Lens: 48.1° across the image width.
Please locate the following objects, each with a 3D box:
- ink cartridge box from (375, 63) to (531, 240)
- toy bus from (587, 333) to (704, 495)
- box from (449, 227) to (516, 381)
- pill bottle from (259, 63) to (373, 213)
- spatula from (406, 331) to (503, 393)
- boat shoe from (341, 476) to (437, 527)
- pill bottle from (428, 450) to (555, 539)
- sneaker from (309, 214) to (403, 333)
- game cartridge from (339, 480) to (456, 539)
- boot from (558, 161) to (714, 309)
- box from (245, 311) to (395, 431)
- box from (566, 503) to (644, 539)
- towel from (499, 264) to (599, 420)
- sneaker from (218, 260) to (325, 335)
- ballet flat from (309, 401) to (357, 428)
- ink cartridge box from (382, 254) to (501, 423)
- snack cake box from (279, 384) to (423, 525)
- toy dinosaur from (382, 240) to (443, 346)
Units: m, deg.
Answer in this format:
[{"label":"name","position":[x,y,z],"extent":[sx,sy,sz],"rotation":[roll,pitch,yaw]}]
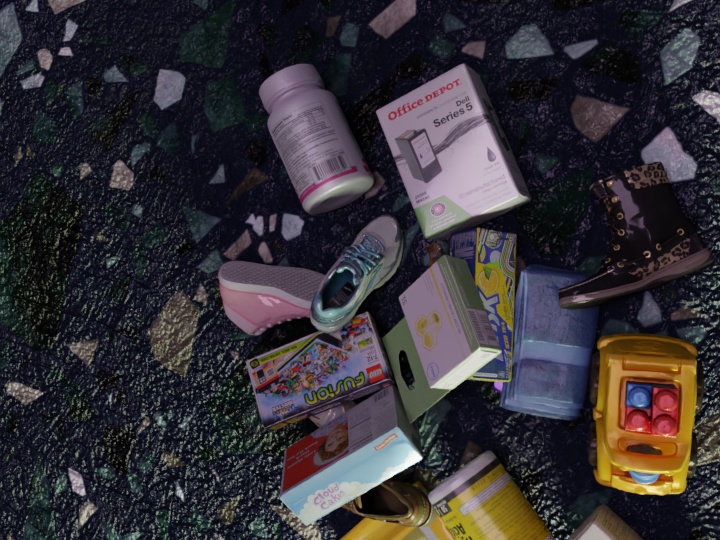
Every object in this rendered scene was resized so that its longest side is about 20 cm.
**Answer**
[{"label":"ink cartridge box","position":[0.128,-0.161,1.124],"extent":[0.145,0.084,0.200],"rotation":[-25,80,22]},{"label":"toy bus","position":[0.345,0.185,0.968],"extent":[0.136,0.192,0.200],"rotation":[3,93,15]},{"label":"box","position":[0.162,0.048,1.087],"extent":[0.064,0.070,0.200],"rotation":[-10,75,61]},{"label":"pill bottle","position":[-0.069,-0.195,1.195],"extent":[0.113,0.113,0.200],"rotation":[-28,79,21]},{"label":"spatula","position":[0.158,0.129,1.135],"extent":[0.200,0.021,0.057],"rotation":[23,99,6]},{"label":"boat shoe","position":[0.012,0.319,1.165],"extent":[0.200,0.068,0.072],"rotation":[1,77,37]},{"label":"pill bottle","position":[0.190,0.354,1.084],"extent":[0.111,0.111,0.200],"rotation":[-42,75,18]},{"label":"sneaker","position":[0.000,0.000,1.153],"extent":[0.078,0.086,0.200],"rotation":[31,76,10]},{"label":"game cartridge","position":[0.079,0.433,1.177],"extent":[0.176,0.032,0.200],"rotation":[-46,74,17]},{"label":"boot","position":[0.328,-0.043,1.027],"extent":[0.200,0.073,0.151],"rotation":[-19,80,3]},{"label":"box","position":[-0.060,0.149,1.182],"extent":[0.200,0.035,0.110],"rotation":[-23,67,8]},{"label":"box","position":[0.355,0.403,1.023],"extent":[0.200,0.095,0.078],"rotation":[43,106,19]},{"label":"towel","position":[0.256,0.096,1.082],"extent":[0.112,0.049,0.200],"rotation":[9,93,12]},{"label":"sneaker","position":[-0.121,0.053,1.248],"extent":[0.200,0.075,0.105],"rotation":[11,127,5]},{"label":"ballet flat","position":[-0.078,0.198,1.228],"extent":[0.200,0.062,0.067],"rotation":[31,103,20]},{"label":"ink cartridge box","position":[0.088,0.096,1.078],"extent":[0.200,0.048,0.146],"rotation":[-45,48,37]},{"label":"snack cake box","position":[-0.014,0.261,1.149],"extent":[0.200,0.115,0.067],"rotation":[-33,111,12]},{"label":"toy dinosaur","position":[0.099,0.054,1.165],"extent":[0.106,0.060,0.200],"rotation":[36,116,34]}]
